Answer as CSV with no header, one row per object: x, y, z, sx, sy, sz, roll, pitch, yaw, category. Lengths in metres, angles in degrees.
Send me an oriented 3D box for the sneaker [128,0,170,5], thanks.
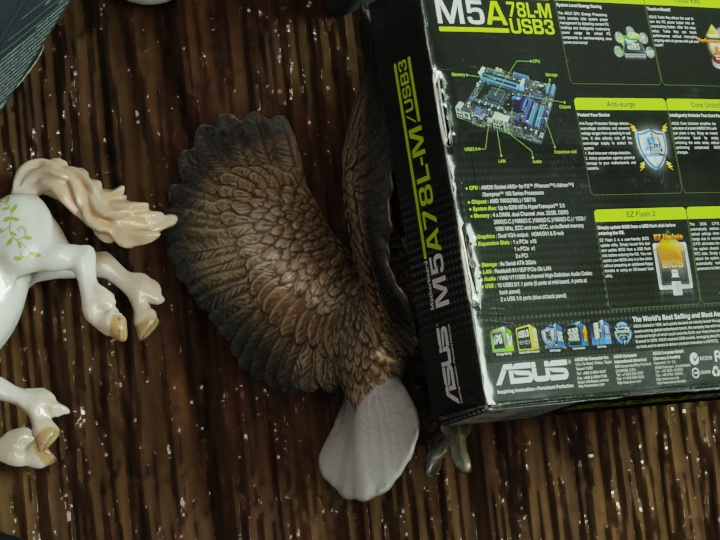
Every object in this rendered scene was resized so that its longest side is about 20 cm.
-0.122,-0.240,1.100,0.080,0.146,0.202,-14,84,-10,sneaker

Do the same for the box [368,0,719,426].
0.107,-0.034,1.048,0.199,0.047,0.195,-3,77,-36,box

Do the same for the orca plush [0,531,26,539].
-0.199,0.159,1.070,0.200,0.071,0.105,41,79,-1,orca plush

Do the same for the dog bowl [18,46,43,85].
-0.243,-0.148,1.116,0.198,0.059,0.202,1,82,-9,dog bowl

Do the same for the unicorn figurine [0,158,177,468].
-0.188,0.028,1.098,0.137,0.074,0.200,36,64,8,unicorn figurine

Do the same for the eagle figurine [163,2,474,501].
0.000,-0.002,1.098,0.151,0.151,0.201,-38,100,-3,eagle figurine

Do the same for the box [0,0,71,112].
-0.210,-0.132,0.985,0.148,0.107,0.200,36,118,-2,box

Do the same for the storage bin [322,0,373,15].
0.000,-0.229,1.123,0.145,0.134,0.201,-28,87,-11,storage bin
